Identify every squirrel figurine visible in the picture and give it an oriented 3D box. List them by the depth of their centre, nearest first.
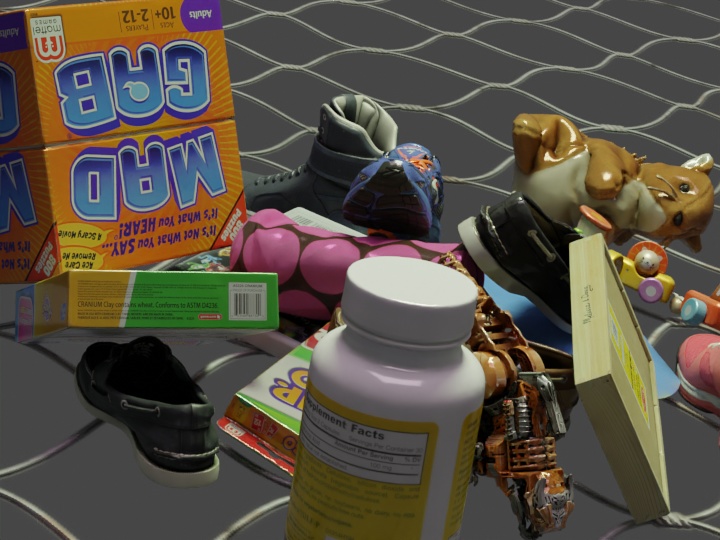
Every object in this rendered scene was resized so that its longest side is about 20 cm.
[{"bbox_3d":[0.238,-0.078,1.915,0.185,0.143,0.200,4,11,9],"label":"squirrel figurine"}]

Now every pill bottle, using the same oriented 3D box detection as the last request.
[{"bbox_3d":[0.017,0.099,1.261,0.110,0.202,0.111,8,20,-3],"label":"pill bottle"}]

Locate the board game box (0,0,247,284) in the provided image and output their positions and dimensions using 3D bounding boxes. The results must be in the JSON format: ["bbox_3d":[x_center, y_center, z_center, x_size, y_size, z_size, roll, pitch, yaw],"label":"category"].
[{"bbox_3d":[-0.235,-0.103,1.621,0.199,0.202,0.199,-2,8,43],"label":"board game box"}]

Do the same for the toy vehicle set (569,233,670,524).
[{"bbox_3d":[0.186,0.074,1.478,0.026,0.125,0.200,-18,26,14],"label":"toy vehicle set"}]

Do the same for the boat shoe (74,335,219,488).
[{"bbox_3d":[-0.150,0.081,1.435,0.074,0.067,0.199,-1,22,-21],"label":"boat shoe"}]

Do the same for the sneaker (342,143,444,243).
[{"bbox_3d":[0.031,-0.068,1.650,0.075,0.079,0.200,10,-7,5],"label":"sneaker"}]

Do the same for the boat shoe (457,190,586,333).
[{"bbox_3d":[0.149,-0.009,1.581,0.200,0.060,0.074,31,30,-49],"label":"boat shoe"}]

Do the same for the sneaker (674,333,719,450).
[{"bbox_3d":[0.306,0.081,1.605,0.073,0.088,0.200,6,20,-12],"label":"sneaker"}]

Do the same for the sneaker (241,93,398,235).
[{"bbox_3d":[-0.045,-0.098,1.857,0.201,0.148,0.077,22,25,36],"label":"sneaker"}]

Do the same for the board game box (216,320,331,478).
[{"bbox_3d":[-0.023,0.097,1.476,0.095,0.030,0.200,32,27,11],"label":"board game box"}]

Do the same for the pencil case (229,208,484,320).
[{"bbox_3d":[0.000,0.000,1.600,0.198,0.091,0.094,10,39,18],"label":"pencil case"}]

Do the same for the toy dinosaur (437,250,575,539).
[{"bbox_3d":[0.094,0.088,1.408,0.101,0.136,0.202,17,58,-24],"label":"toy dinosaur"}]

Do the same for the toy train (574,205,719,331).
[{"bbox_3d":[0.249,-0.001,1.777,0.199,0.056,0.150,23,5,-21],"label":"toy train"}]

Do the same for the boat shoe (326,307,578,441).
[{"bbox_3d":[0.074,0.061,1.518,0.198,0.074,0.076,18,25,-14],"label":"boat shoe"}]

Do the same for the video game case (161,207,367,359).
[{"bbox_3d":[-0.040,0.015,1.684,0.199,0.024,0.181,24,35,35],"label":"video game case"}]

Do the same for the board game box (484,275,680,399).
[{"bbox_3d":[0.165,0.058,1.657,0.157,0.039,0.200,12,28,-33],"label":"board game box"}]

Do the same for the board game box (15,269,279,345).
[{"bbox_3d":[-0.160,0.029,1.490,0.152,0.041,0.200,1,-5,-21],"label":"board game box"}]
